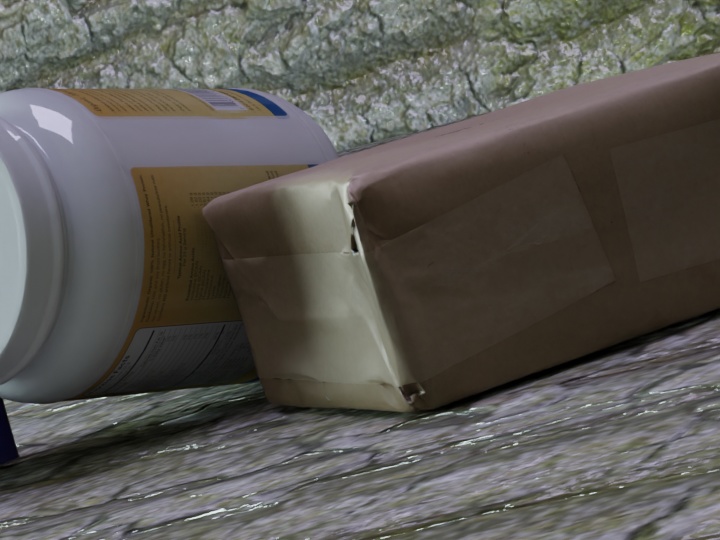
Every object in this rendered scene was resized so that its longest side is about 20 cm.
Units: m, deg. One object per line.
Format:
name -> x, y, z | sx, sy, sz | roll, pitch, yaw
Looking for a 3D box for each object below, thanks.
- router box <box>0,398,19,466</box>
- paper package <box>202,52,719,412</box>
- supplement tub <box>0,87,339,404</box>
router box -> -0.292, 0.102, 1.368 | 0.179, 0.049, 0.200 | -12, 6, 42
paper package -> 0.059, -0.015, 1.265 | 0.200, 0.104, 0.191 | -19, 6, -22
supplement tub -> -0.116, -0.013, 1.366 | 0.200, 0.145, 0.145 | -3, -6, -45
